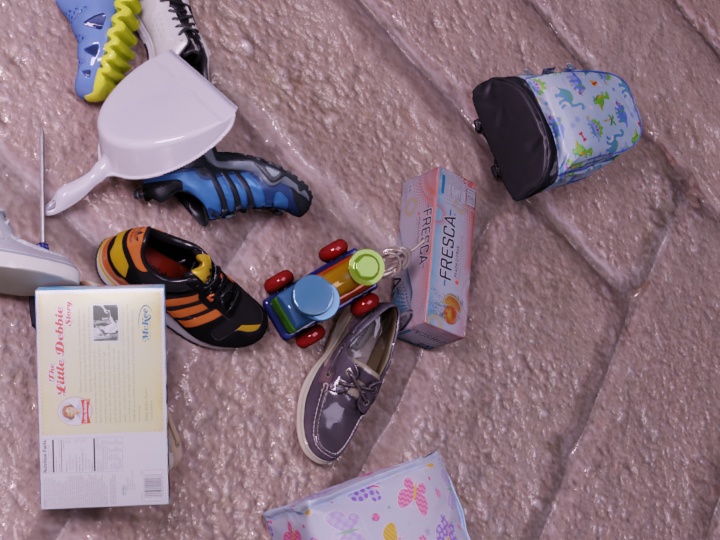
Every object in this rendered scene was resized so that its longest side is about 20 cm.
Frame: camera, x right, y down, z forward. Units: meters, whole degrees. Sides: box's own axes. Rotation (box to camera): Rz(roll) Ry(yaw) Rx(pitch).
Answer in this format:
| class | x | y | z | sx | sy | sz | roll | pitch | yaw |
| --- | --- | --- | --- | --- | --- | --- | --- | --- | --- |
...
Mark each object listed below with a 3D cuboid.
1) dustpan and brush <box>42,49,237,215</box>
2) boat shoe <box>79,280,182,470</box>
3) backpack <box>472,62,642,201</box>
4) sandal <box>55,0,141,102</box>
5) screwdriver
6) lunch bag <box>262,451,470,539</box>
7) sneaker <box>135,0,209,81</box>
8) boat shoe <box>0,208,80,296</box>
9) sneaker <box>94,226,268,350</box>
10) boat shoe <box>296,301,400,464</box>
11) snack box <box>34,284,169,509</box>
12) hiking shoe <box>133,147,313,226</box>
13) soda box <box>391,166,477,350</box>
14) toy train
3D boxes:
| class | x | y | z | sx | sy | sz | roll | pitch | yaw |
| --- | --- | --- | --- | --- | --- | --- | --- | --- | --- |
| dustpan and brush | -0.230 | -0.121 | 1.411 | 0.200 | 0.140 | 0.057 | -33 | 142 | -19 |
| boat shoe | -0.225 | 0.102 | 1.373 | 0.065 | 0.072 | 0.200 | -21 | 90 | -53 |
| backpack | 0.261 | -0.183 | 1.838 | 0.200 | 0.154 | 0.163 | -3 | 70 | -53 |
| sandal | -0.269 | -0.267 | 1.466 | 0.087 | 0.079 | 0.200 | 7 | 75 | 1 |
| screwdriver | -0.306 | -0.042 | 1.374 | 0.029 | 0.028 | 0.200 | 5 | 74 | -48 |
| lunch bag | 0.025 | 0.292 | 1.479 | 0.200 | 0.127 | 0.170 | -17 | 84 | -32 |
| sneaker | -0.191 | -0.246 | 1.509 | 0.074 | 0.080 | 0.200 | -2 | 76 | -39 |
| boat shoe | -0.347 | -0.029 | 1.300 | 0.201 | 0.070 | 0.072 | 14 | 65 | -24 |
| sneaker | -0.162 | 0.018 | 1.435 | 0.200 | 0.090 | 0.070 | 30 | 58 | -28 |
| boat shoe | -0.009 | 0.113 | 1.547 | 0.072 | 0.065 | 0.200 | 40 | 54 | -23 |
| snack box | -0.233 | 0.114 | 1.309 | 0.116 | 0.037 | 0.200 | -1 | 93 | -6 |
| hiking shoe | -0.144 | -0.083 | 1.511 | 0.200 | 0.074 | 0.087 | 20 | 83 | -31 |
| soda box | 0.084 | -0.015 | 1.667 | 0.064 | 0.068 | 0.200 | 23 | 61 | -32 |
| toy train | 0.000 | 0.000 | 1.519 | 0.200 | 0.116 | 0.085 | -30 | 89 | -17 |
